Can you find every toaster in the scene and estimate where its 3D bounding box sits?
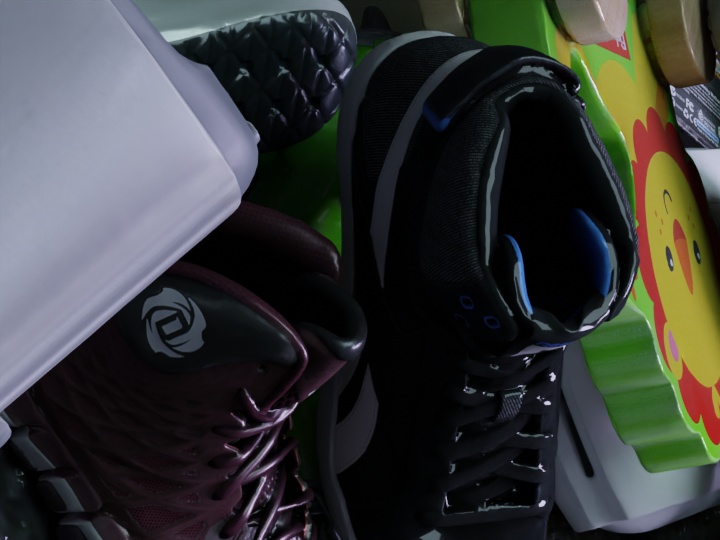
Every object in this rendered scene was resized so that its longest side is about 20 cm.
[{"bbox_3d":[-0.129,-0.046,0.492,0.129,0.114,0.200,-49,122,-20],"label":"toaster"}]

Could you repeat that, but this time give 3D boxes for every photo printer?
[{"bbox_3d":[0.126,0.027,0.919,0.200,0.069,0.166,-8,79,-58],"label":"photo printer"}]

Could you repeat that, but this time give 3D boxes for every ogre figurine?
[{"bbox_3d":[0.000,0.000,0.723,0.200,0.098,0.120,-48,133,-21],"label":"ogre figurine"}]

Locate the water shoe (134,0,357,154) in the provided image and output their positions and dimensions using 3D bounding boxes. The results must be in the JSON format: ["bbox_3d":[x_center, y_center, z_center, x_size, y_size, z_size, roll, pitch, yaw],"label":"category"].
[{"bbox_3d":[-0.096,-0.068,0.644,0.200,0.079,0.072,-1,117,-40],"label":"water shoe"}]

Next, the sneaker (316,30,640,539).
[{"bbox_3d":[0.036,0.032,0.621,0.073,0.112,0.200,-10,103,-20],"label":"sneaker"}]

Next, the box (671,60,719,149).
[{"bbox_3d":[0.119,-0.162,1.037,0.200,0.048,0.193,33,46,-44],"label":"box"}]

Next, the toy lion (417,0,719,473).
[{"bbox_3d":[0.096,-0.021,0.767,0.200,0.069,0.192,8,71,-66],"label":"toy lion"}]

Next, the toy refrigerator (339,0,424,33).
[{"bbox_3d":[-0.015,-0.151,0.803,0.200,0.070,0.076,53,42,-25],"label":"toy refrigerator"}]

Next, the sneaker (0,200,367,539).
[{"bbox_3d":[-0.033,0.056,0.614,0.200,0.115,0.076,57,34,-21],"label":"sneaker"}]

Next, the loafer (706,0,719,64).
[{"bbox_3d":[0.203,-0.034,0.805,0.200,0.070,0.075,62,32,-8],"label":"loafer"}]
